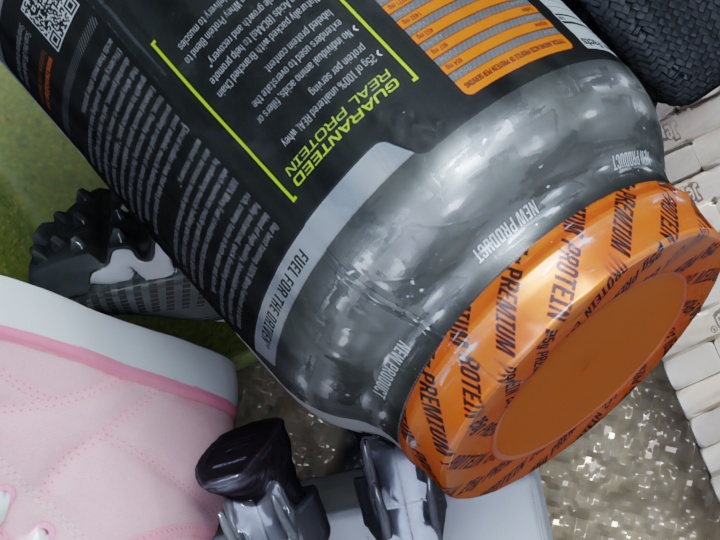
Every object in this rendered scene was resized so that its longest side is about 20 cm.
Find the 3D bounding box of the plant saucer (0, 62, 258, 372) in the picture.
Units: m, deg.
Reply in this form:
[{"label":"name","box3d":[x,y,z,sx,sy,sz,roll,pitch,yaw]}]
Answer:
[{"label":"plant saucer","box3d":[-0.062,-0.067,0.812,0.199,0.048,0.200,-27,115,11]}]

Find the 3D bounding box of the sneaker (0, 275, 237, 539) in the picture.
[{"label":"sneaker","box3d":[-0.112,0.060,0.735,0.075,0.200,0.105,-8,71,39]}]

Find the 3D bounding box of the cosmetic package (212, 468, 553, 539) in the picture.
[{"label":"cosmetic package","box3d":[-0.031,0.127,0.848,0.199,0.071,0.102,-11,97,5]}]

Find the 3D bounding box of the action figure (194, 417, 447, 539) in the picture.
[{"label":"action figure","box3d":[0.010,0.139,0.778,0.130,0.069,0.201,-18,100,-4]}]

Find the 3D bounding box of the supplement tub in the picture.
[{"label":"supplement tub","box3d":[-0.005,-0.044,0.680,0.123,0.122,0.200,-44,69,7]}]

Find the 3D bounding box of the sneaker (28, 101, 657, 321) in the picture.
[{"label":"sneaker","box3d":[0.000,0.000,0.783,0.199,0.067,0.091,-13,116,4]}]

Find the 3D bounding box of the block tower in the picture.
[{"label":"block tower","box3d":[0.116,0.007,0.834,0.058,0.054,0.201,-24,94,7]}]

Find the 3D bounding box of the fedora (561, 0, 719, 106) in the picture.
[{"label":"fedora","box3d":[0.069,-0.117,0.716,0.092,0.201,0.201,-44,92,-8]}]
